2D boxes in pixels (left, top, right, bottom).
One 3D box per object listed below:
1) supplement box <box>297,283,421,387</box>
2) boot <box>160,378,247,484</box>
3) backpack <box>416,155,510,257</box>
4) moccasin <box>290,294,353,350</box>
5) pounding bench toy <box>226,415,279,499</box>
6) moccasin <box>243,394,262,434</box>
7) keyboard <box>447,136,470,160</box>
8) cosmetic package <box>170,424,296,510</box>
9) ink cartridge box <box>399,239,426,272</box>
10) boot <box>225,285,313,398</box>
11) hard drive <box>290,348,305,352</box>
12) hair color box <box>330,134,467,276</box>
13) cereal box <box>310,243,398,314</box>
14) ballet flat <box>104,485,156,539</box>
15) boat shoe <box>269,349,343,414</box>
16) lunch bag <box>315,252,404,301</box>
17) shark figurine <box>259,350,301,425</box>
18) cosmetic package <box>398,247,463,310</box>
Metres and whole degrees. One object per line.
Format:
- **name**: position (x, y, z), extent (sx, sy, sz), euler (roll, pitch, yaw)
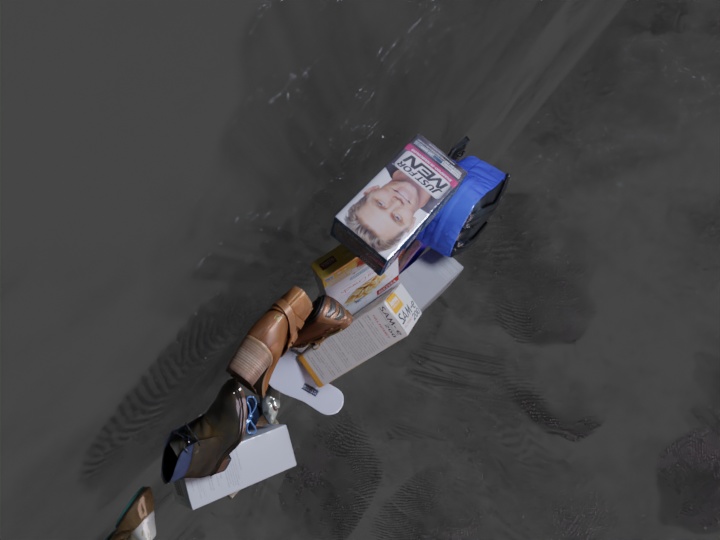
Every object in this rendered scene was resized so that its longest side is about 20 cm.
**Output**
- **supplement box**: position (0.001, 0.116, 1.095), extent (0.200, 0.074, 0.126), euler (-34, -178, 22)
- **boot**: position (-0.238, 0.253, 0.928), extent (0.097, 0.075, 0.200), euler (-9, 131, -43)
- **backpack**: position (0.178, -0.126, 1.216), extent (0.200, 0.167, 0.163), euler (-46, 157, -50)
- **moccasin**: position (-0.078, 0.095, 1.026), extent (0.201, 0.078, 0.074), euler (-34, -149, 49)
- **pounding bench toy**: position (-0.236, 0.341, 1.278), extent (0.200, 0.124, 0.156), euler (-44, 171, -41)
- **moccasin**: position (-0.217, 0.257, 1.118), extent (0.200, 0.068, 0.081), euler (-72, 167, -89)
- **keyboard**: position (0.202, -0.236, 1.440), extent (0.127, 0.021, 0.200), euler (-44, 172, -41)
- **cosmetic package**: position (-0.229, 0.344, 1.086), extent (0.200, 0.081, 0.113), euler (-16, 176, -35)
- **ink cartridge box**: position (0.071, -0.018, 1.319), extent (0.198, 0.043, 0.200), euler (-52, -160, 22)
- **boot**: position (-0.133, 0.111, 0.939), extent (0.155, 0.074, 0.200), euler (-54, 180, -19)
- **hard drive**: position (-0.080, 0.142, 1.318), extent (0.200, 0.026, 0.132), euler (-36, 153, -19)
- **hair color box**: position (0.058, -0.099, 0.898), extent (0.200, 0.100, 0.061), euler (-47, 172, -23)
- **cereal box**: position (-0.002, 0.007, 1.025), extent (0.144, 0.040, 0.200), euler (-34, 156, -10)
- **ballet flat**: position (-0.407, 0.468, 1.077), extent (0.200, 0.072, 0.068), euler (-52, 173, 13)
- **boat shoe**: position (-0.117, 0.196, 1.123), extent (0.072, 0.200, 0.068), euler (-58, -153, -8)
- **lunch bag**: position (0.000, 0.000, 1.183), extent (0.200, 0.082, 0.176), euler (-53, 169, 11)
- **shark figurine**: position (-0.164, 0.196, 1.196), extent (0.089, 0.128, 0.214), euler (-17, -170, 26)
- **cosmetic package**: position (0.113, 0.039, 1.244), extent (0.200, 0.090, 0.107), euler (-41, 171, -43)
